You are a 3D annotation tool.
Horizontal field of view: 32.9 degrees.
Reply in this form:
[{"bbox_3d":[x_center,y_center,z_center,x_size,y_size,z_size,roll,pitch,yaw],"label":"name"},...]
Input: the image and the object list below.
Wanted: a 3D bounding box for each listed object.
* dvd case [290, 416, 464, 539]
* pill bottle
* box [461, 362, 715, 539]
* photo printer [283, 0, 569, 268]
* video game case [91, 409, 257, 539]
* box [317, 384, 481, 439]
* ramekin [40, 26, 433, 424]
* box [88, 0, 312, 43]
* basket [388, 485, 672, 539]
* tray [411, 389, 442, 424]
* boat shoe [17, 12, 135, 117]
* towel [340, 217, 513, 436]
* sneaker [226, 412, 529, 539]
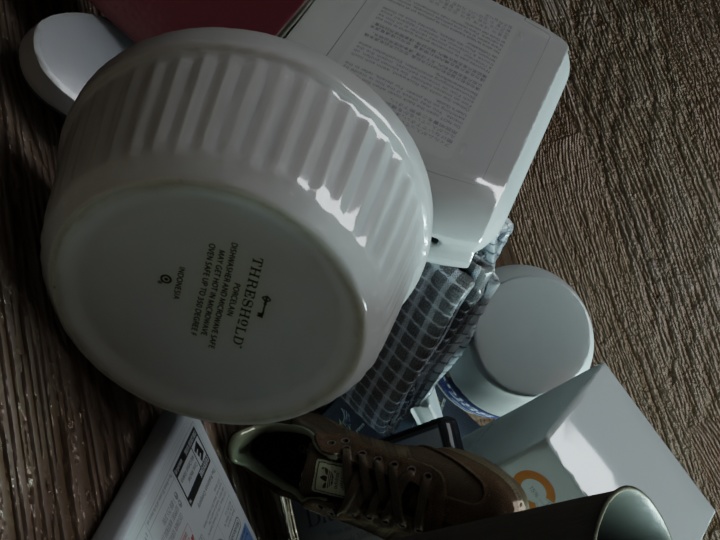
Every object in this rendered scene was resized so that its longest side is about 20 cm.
[{"bbox_3d":[0.026,0.208,0.767,0.017,0.142,0.202,5,65,-50],"label":"dvd case"},{"bbox_3d":[0.112,0.056,0.918,0.200,0.110,0.112,106,-34,-83],"label":"pill bottle"},{"bbox_3d":[0.109,0.169,0.808,0.125,0.200,0.097,53,42,-2],"label":"box"},{"bbox_3d":[0.025,-0.095,0.717,0.070,0.165,0.201,113,4,-46],"label":"photo printer"},{"bbox_3d":[-0.080,0.189,0.622,0.200,0.022,0.184,-75,143,-70],"label":"video game case"},{"bbox_3d":[0.045,0.142,1.020,0.158,0.051,0.200,43,13,1],"label":"box"},{"bbox_3d":[-0.067,-0.011,0.609,0.095,0.200,0.203,-75,145,-48],"label":"ramekin"},{"bbox_3d":[-0.115,-0.211,0.709,0.200,0.109,0.128,41,21,-11],"label":"box"},{"bbox_3d":[0.054,0.195,0.629,0.180,0.198,0.138,1,76,-63],"label":"basket"},{"bbox_3d":[0.030,0.037,0.977,0.108,0.022,0.202,62,12,-62],"label":"tray"},{"bbox_3d":[-0.132,-0.095,0.728,0.199,0.065,0.073,5,65,-57],"label":"boat shoe"},{"bbox_3d":[0.000,0.000,0.812,0.165,0.085,0.201,43,-36,16],"label":"towel"},{"bbox_3d":[0.003,0.133,0.731,0.075,0.199,0.071,8,91,-51],"label":"sneaker"}]
